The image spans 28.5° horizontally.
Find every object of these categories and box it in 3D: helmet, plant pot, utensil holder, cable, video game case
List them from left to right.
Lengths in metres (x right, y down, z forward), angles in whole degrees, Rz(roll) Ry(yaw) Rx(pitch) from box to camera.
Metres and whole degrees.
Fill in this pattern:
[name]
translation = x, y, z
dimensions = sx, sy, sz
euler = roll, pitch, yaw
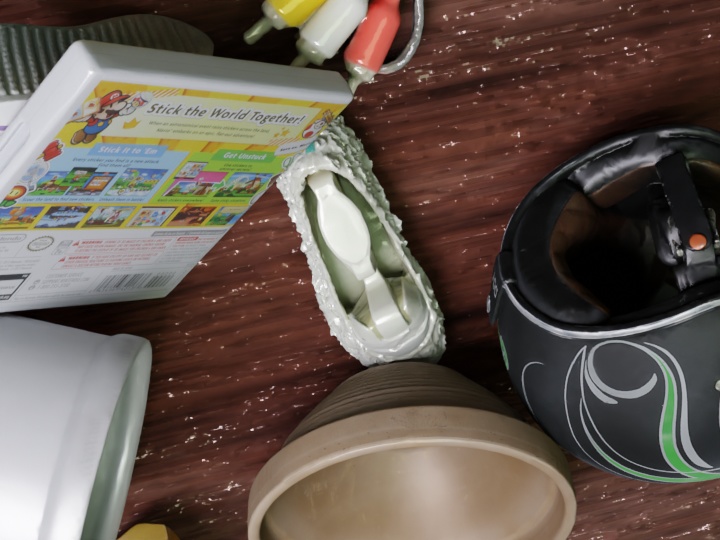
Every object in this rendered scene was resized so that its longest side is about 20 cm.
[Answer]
[utensil holder]
translation = -0.228, 0.097, 0.755
dimensions = 0.198, 0.170, 0.171
euler = 14, 113, 0
[video game case]
translation = -0.119, -0.042, 0.726
dimensions = 0.182, 0.023, 0.199
euler = -44, 159, 28
[plant pot]
translation = 0.028, 0.122, 0.878
dimensions = 0.199, 0.093, 0.202
euler = -4, 141, -3
[cable]
translation = 0.025, -0.182, 0.770
dimensions = 0.097, 0.050, 0.201
euler = 29, 107, -26
[helmet]
translation = 0.184, 0.032, 0.840
dimensions = 0.199, 0.201, 0.191
euler = -32, 134, 3

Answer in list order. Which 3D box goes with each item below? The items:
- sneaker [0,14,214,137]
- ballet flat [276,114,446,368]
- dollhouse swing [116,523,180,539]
[sneaker]
translation = -0.156, -0.063, 0.722
dimensions = 0.200, 0.072, 0.115
euler = -16, 137, -54
[ballet flat]
translation = 0.000, 0.000, 0.846
dimensions = 0.071, 0.072, 0.201
euler = -28, 120, 0
[dollhouse swing]
translation = -0.152, 0.293, 0.874
dimensions = 0.175, 0.200, 0.183
euler = -25, 119, -2
